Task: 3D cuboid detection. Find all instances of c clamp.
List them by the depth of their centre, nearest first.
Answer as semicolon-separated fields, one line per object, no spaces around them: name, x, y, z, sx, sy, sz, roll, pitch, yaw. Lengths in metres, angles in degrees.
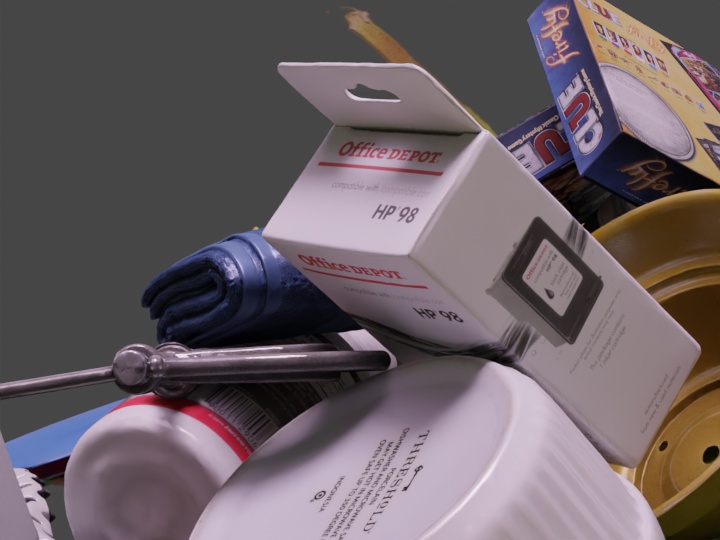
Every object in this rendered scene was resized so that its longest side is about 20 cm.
c clamp;-0.068;0.042;0.964;0.170;0.027;0.200;-5;-4;7

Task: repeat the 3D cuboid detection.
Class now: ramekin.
ramekin;0.016;0.120;0.875;0.202;0.094;0.203;-28;22;12

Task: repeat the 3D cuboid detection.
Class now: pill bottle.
pill bottle;-0.057;0.086;1.117;0.110;0.111;0.200;-5;18;30

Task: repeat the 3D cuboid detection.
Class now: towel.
towel;0.000;0.000;1.073;0.199;0.049;0.112;-6;-10;-30

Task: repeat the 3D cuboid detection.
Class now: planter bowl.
planter bowl;0.144;0.066;1.000;0.200;0.083;0.201;-33;32;24

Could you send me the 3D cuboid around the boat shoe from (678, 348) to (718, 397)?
boat shoe;0.199;0.025;1.091;0.199;0.068;0.072;-6;41;-6

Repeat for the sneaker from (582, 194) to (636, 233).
sneaker;0.167;-0.008;1.314;0.106;0.075;0.200;-40;-18;31

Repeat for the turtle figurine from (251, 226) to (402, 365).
turtle figurine;0.002;0.029;1.254;0.161;0.065;0.200;28;-8;-16

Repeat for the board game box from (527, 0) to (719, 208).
board game box;0.185;-0.063;1.139;0.035;0.199;0.136;-47;33;28

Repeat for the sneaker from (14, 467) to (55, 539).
sneaker;-0.196;0.148;1.086;0.090;0.067;0.200;-3;14;-18

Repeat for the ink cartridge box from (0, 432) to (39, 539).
ink cartridge box;-0.247;0.116;0.834;0.199;0.088;0.145;-13;17;15

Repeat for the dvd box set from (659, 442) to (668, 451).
dvd box set;0.146;0.062;1.169;0.199;0.030;0.146;-21;18;-24

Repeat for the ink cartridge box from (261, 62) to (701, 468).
ink cartridge box;0.040;-0.002;0.930;0.116;0.200;0.067;8;61;56

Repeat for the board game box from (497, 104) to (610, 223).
board game box;0.093;-0.043;1.269;0.135;0.035;0.200;-31;-11;3

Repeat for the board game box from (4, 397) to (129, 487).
board game box;-0.153;0.109;1.247;0.158;0.039;0.199;-23;5;-41
